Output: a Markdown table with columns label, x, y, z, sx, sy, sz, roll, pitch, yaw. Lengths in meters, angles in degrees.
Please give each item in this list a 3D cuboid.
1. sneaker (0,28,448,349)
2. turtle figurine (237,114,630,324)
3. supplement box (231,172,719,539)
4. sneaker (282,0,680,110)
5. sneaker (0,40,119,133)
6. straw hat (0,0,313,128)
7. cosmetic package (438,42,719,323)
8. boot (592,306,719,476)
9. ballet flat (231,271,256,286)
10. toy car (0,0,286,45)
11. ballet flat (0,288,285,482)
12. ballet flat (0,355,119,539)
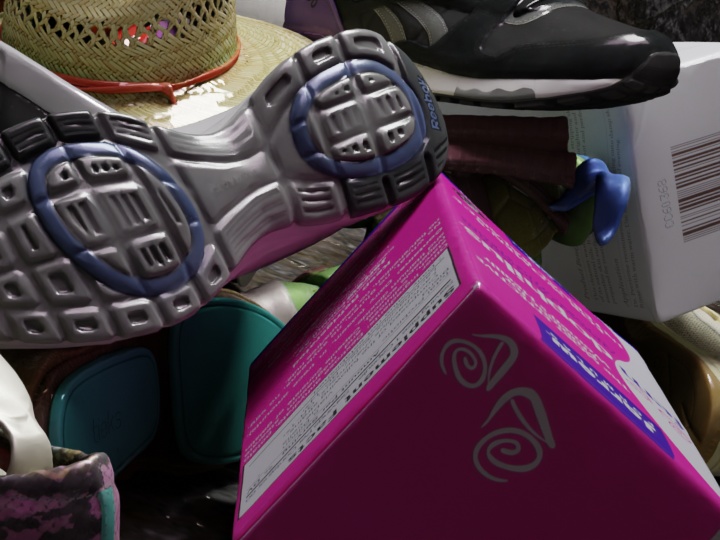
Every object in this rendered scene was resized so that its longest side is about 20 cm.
| label | x | y | z | sx | sy | sz | roll | pitch | yaw |
| --- | --- | --- | --- | --- | --- | --- | --- | --- | --- |
| sneaker | -0.064 | -0.014 | 0.722 | 0.199 | 0.075 | 0.087 | -18 | -9 | -35 |
| turtle figurine | 0.000 | 0.000 | 0.959 | 0.193 | 0.145 | 0.200 | -8 | 10 | -31 |
| supplement box | 0.031 | 0.051 | 0.687 | 0.101 | 0.103 | 0.200 | 42 | 9 | -9 |
| sneaker | 0.042 | -0.114 | 0.936 | 0.199 | 0.088 | 0.076 | 9 | 10 | 39 |
| sneaker | -0.170 | -0.048 | 0.801 | 0.200 | 0.099 | 0.071 | 30 | 0 | 25 |
| straw hat | -0.094 | -0.104 | 0.882 | 0.200 | 0.085 | 0.201 | 4 | 31 | -2 |
| cosmetic package | 0.097 | -0.047 | 1.054 | 0.081 | 0.113 | 0.200 | -18 | 16 | -29 |
| boot | 0.189 | 0.058 | 1.091 | 0.154 | 0.072 | 0.200 | 15 | 14 | -19 |
| ballet flat | -0.062 | -0.043 | 1.044 | 0.069 | 0.070 | 0.200 | 20 | -11 | 13 |
| toy car | -0.117 | -0.091 | 1.186 | 0.199 | 0.175 | 0.150 | 18 | 45 | -5 |
| ballet flat | -0.088 | 0.042 | 0.757 | 0.072 | 0.068 | 0.200 | 2 | 8 | 21 |
| ballet flat | -0.139 | 0.037 | 0.632 | 0.199 | 0.072 | 0.069 | 24 | 17 | 32 |
